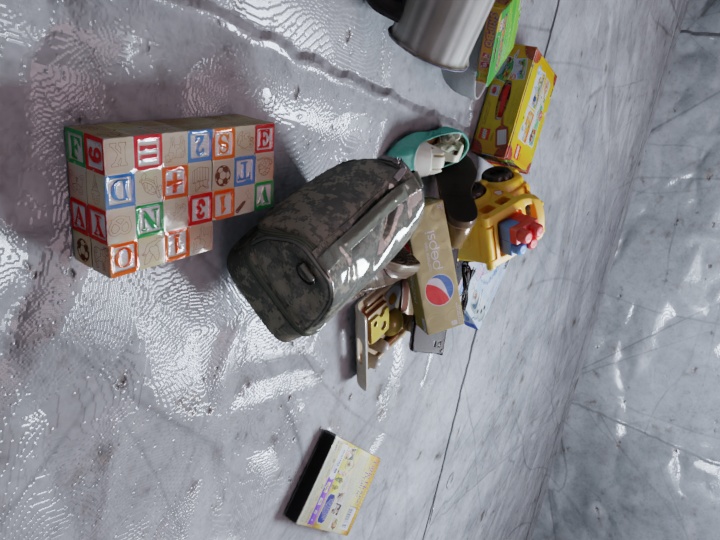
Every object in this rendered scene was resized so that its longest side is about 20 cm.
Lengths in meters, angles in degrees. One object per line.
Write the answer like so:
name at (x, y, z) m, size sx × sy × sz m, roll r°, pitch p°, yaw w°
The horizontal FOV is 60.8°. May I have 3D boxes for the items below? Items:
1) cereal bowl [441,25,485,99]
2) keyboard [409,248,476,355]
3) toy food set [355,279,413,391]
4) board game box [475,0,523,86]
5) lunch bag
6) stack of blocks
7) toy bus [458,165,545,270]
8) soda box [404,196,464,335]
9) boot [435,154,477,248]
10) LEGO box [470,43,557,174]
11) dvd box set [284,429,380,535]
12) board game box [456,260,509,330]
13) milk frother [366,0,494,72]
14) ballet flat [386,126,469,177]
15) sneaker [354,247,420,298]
cereal bowl at (0.162, -0.366, 0.911) m, size 0.200 × 0.081 × 0.206 m, roll 17°, pitch 89°, yaw -76°
keyboard at (0.143, 0.043, 1.062) m, size 0.124 × 0.020 × 0.207 m, roll 9°, pitch 90°, yaw -32°
toy food set at (0.060, 0.088, 1.030) m, size 0.199 × 0.059 × 0.147 m, roll -37°, pitch 135°, yaw -44°
board game box at (0.199, -0.339, 0.869) m, size 0.201 × 0.029 × 0.098 m, roll -60°, pitch 160°, yaw -50°
lunch bag at (-0.030, -0.034, 0.694) m, size 0.200 × 0.166 × 0.141 m, roll -42°, pitch 103°, yaw -36°
stack of blocks at (-0.170, -0.080, 0.584) m, size 0.198 × 0.057 × 0.119 m, roll -24°, pitch 125°, yaw -51°
toy bus at (0.264, -0.091, 1.105) m, size 0.197 × 0.190 × 0.139 m, roll -28°, pitch 119°, yaw -25°
soda box at (0.109, -0.009, 0.976) m, size 0.066 × 0.064 × 0.206 m, roll -14°, pitch 104°, yaw -10°
boot at (0.155, -0.121, 1.023) m, size 0.077 × 0.071 × 0.204 m, roll 96°, pitch 0°, yaw -47°
LEGO box at (0.298, -0.305, 1.183) m, size 0.148 × 0.076 × 0.206 m, roll 9°, pitch 99°, yaw -58°
dvd box set at (-0.040, 0.365, 1.045) m, size 0.149 × 0.029 × 0.200 m, roll -64°, pitch 147°, yaw -14°
board game box at (0.250, -0.006, 1.296) m, size 0.204 × 0.043 × 0.199 m, roll -62°, pitch 147°, yaw -14°
milk frother at (0.107, -0.392, 0.773) m, size 0.191 × 0.177 × 0.201 m, roll -63°, pitch 175°, yaw 35°
ballet flat at (0.113, -0.184, 0.963) m, size 0.198 × 0.069 × 0.069 m, roll -32°, pitch 130°, yaw -46°
sneaker at (0.000, 0.000, 0.880) m, size 0.196 × 0.071 × 0.077 m, roll 3°, pitch 125°, yaw -41°
